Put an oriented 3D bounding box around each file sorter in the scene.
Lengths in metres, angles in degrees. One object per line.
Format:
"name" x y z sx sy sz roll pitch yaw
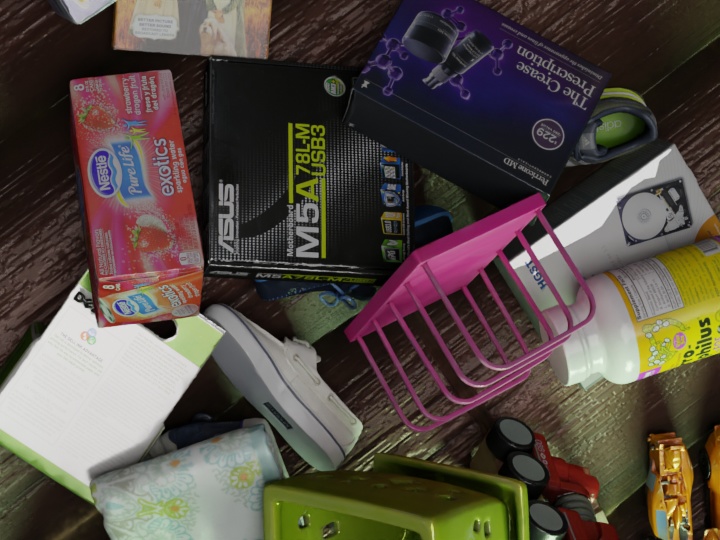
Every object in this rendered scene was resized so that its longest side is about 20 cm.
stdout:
"file sorter" 0.099 0.047 1.599 0.138 0.200 0.126 -25 78 -26

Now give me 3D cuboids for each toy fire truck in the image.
"toy fire truck" 0.204 0.255 1.741 0.198 0.177 0.129 13 123 -22

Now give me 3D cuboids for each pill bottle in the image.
"pill bottle" 0.270 0.042 1.660 0.198 0.104 0.105 -18 104 -8

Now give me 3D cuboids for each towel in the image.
"towel" -0.135 0.251 1.643 0.170 0.048 0.202 -20 112 -2

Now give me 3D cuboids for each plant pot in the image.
"plant pot" 0.044 0.274 1.601 0.181 0.199 0.201 -17 108 -49

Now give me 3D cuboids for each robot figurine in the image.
"robot figurine" 0.348 0.260 1.824 0.143 0.058 0.202 -8 102 -10

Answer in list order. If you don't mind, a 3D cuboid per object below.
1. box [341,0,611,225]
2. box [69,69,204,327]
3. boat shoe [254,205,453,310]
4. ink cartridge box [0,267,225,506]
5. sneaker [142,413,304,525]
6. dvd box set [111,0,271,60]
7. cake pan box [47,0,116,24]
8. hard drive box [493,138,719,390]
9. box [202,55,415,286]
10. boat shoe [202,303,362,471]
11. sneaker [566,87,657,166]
"box" 0.104 -0.155 1.616 0.199 0.079 0.142 28 71 3
"box" -0.198 -0.063 1.568 0.094 0.100 0.202 -6 65 -12
"boat shoe" 0.000 0.000 1.684 0.198 0.084 0.069 -17 108 -7
"ink cartridge box" -0.240 0.094 1.653 0.147 0.076 0.201 36 90 -16
"sneaker" -0.138 0.232 1.712 0.145 0.081 0.202 -11 118 9
"dvd box set" -0.147 -0.295 1.618 0.145 0.029 0.202 3 101 -13
"cake pan box" -0.282 -0.305 1.507 0.052 0.184 0.201 -34 105 -8
"hard drive box" 0.249 -0.009 1.740 0.199 0.077 0.156 -35 106 -3
"box" -0.048 -0.090 1.633 0.191 0.048 0.202 5 73 -15
"boat shoe" -0.070 0.098 1.702 0.200 0.071 0.070 49 61 -13
"sneaker" 0.190 -0.129 1.700 0.198 0.081 0.075 -16 104 -9
